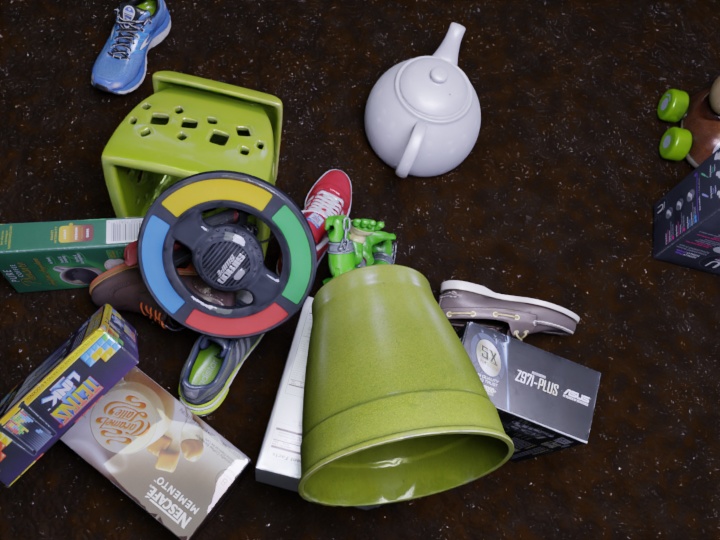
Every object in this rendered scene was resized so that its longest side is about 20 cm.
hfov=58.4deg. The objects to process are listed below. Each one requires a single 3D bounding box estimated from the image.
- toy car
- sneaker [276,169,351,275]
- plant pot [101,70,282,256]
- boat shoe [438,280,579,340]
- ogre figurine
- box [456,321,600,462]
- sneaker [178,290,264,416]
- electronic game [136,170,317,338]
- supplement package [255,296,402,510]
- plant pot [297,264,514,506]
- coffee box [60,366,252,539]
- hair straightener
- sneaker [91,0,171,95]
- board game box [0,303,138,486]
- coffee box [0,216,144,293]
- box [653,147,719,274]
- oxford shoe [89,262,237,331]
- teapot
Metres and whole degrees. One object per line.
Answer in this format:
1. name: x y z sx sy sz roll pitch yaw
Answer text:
1. toy car: 0.614 -0.266 1.047 0.163 0.200 0.159 11 66 -5
2. sneaker: -0.057 -0.078 0.898 0.071 0.113 0.201 23 65 0
3. plant pot: -0.203 -0.139 0.858 0.199 0.199 0.182 12 60 -4
4. boat shoe: 0.206 0.067 0.908 0.199 0.072 0.060 14 71 0
5. ogre figurine: 0.000 0.000 0.854 0.098 0.200 0.121 5 86 1
6. box: 0.166 0.156 0.789 0.163 0.200 0.086 21 66 0
7. sneaker: -0.169 0.087 0.826 0.074 0.081 0.201 22 65 0
8. electronic game: -0.148 -0.013 0.719 0.199 0.201 0.042 8 23 -6
9. supplement package: -0.027 0.165 0.779 0.150 0.152 0.201 16 66 -3
10. plant pot: 0.027 0.106 0.638 0.199 0.201 0.194 -3 56 -11
11. coffee box: -0.240 0.212 0.761 0.200 0.080 0.114 37 66 7
12. hair straightener: -0.176 -0.039 0.766 0.199 0.077 0.041 -25 54 9
13. sneaker: -0.354 -0.356 0.977 0.078 0.089 0.201 17 66 -1
14. board game box: -0.323 0.122 0.705 0.165 0.200 0.057 -44 107 -11
15. coffee box: -0.349 -0.020 0.818 0.199 0.123 0.044 -5 67 -10
16. box: 0.545 -0.089 0.959 0.122 0.200 0.107 14 65 -4
17. oxford shoe: -0.252 0.035 0.803 0.199 0.071 0.073 -5 50 12
18. teapot: 0.101 -0.248 0.980 0.197 0.146 0.201 -21 73 -17
